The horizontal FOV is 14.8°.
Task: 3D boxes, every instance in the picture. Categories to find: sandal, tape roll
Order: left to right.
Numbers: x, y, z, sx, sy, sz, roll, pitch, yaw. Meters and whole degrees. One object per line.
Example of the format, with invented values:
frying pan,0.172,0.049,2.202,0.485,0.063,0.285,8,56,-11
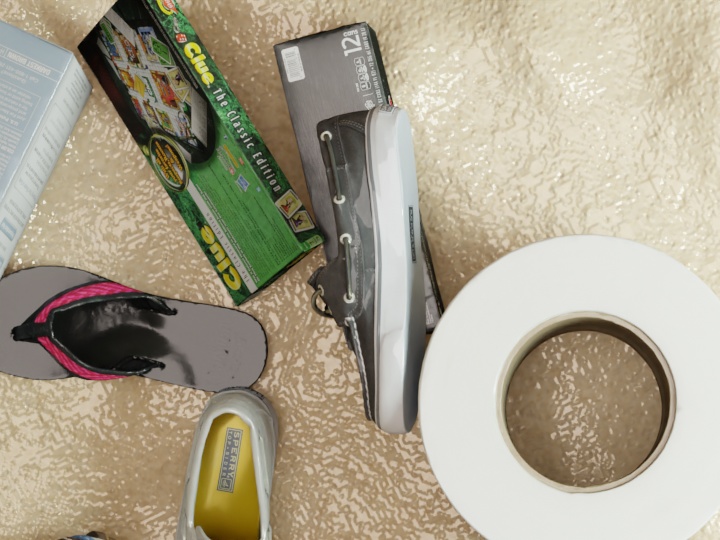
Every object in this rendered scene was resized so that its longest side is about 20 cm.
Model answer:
sandal,-0.159,0.039,1.781,0.200,0.045,0.075,7,91,6
tape roll,0.137,0.083,1.696,0.202,0.139,0.203,0,85,3

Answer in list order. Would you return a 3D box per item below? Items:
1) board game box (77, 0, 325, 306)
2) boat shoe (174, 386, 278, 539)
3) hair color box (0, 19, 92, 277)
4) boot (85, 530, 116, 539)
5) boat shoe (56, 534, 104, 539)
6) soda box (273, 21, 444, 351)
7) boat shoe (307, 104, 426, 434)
board game box,-0.103,-0.082,1.754,0.023,0.105,0.200,-29,86,-36
boat shoe,-0.086,0.178,1.746,0.075,0.086,0.202,8,97,5
hair color box,-0.243,-0.050,1.750,0.061,0.099,0.200,24,83,6
boot,-0.146,0.266,1.778,0.075,0.074,0.200,-3,83,-24
boat shoe,-0.242,0.229,1.751,0.200,0.072,0.072,-43,55,20
soda box,0.001,-0.052,1.752,0.063,0.071,0.200,-14,88,5
boat shoe,0.000,0.000,1.684,0.066,0.070,0.200,-3,90,13
